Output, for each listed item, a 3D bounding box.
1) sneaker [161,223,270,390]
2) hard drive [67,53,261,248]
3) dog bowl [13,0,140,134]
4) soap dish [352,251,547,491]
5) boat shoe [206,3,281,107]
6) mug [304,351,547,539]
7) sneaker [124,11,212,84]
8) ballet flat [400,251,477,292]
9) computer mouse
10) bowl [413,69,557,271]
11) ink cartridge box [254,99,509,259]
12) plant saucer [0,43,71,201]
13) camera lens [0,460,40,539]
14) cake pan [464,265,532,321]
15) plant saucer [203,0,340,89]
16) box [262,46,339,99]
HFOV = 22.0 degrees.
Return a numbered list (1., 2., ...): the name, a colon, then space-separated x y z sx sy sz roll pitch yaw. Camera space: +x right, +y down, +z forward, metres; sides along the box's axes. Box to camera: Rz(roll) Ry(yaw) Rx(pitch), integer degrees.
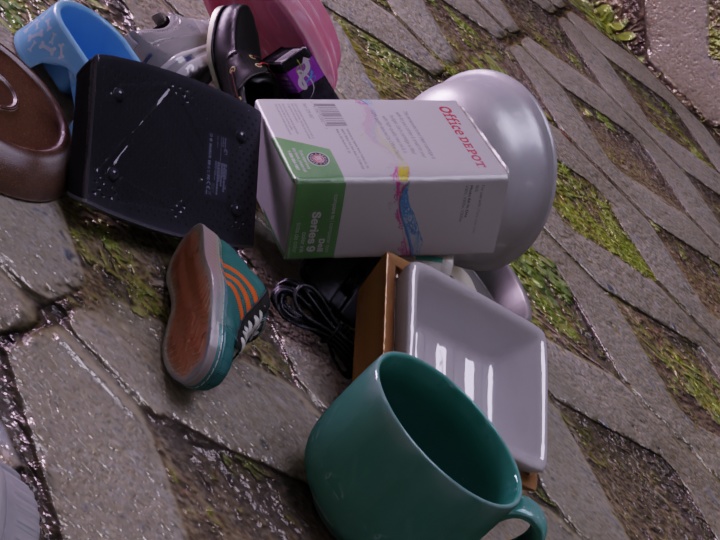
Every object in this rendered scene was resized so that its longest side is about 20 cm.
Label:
1. sneaker: -0.105 0.036 1.448 0.080 0.071 0.200 32 23 -21
2. hard drive: -0.162 -0.094 1.536 0.199 0.042 0.136 15 74 -51
3. dog bowl: -0.223 -0.157 1.618 0.111 0.050 0.201 10 41 -57
4. soap dish: 0.076 0.093 1.602 0.199 0.081 0.159 27 54 -38
5. boat shoe: -0.104 -0.168 1.746 0.074 0.063 0.203 33 43 -50
6. mug: 0.041 0.168 1.414 0.185 0.114 0.152 51 21 13
7. sneaker: -0.167 -0.229 1.820 0.082 0.075 0.200 46 21 -1
8. ballet flat: 0.080 0.040 1.697 0.070 0.069 0.200 59 -2 34
9. computer mouse: 0.000 0.000 1.662 0.138 0.053 0.201 40 37 -20
10. bowl: 0.088 -0.098 1.807 0.090 0.201 0.202 -2 48 -45
11. ink cartridge box: 0.014 -0.083 1.633 0.198 0.088 0.146 -3 34 -18
12. plant saucer: -0.301 -0.138 1.465 0.200 0.032 0.201 38 23 -19
13. camera lens: -0.270 0.121 0.854 0.199 0.160 0.160 33 24 -29
14. cake pan: 0.098 -0.005 1.952 0.200 0.037 0.201 38 22 -18
15. plant saucer: -0.087 -0.254 1.896 0.200 0.051 0.201 44 -20 20
16. box: -0.026 -0.125 1.803 0.201 0.036 0.143 57 -6 -11
